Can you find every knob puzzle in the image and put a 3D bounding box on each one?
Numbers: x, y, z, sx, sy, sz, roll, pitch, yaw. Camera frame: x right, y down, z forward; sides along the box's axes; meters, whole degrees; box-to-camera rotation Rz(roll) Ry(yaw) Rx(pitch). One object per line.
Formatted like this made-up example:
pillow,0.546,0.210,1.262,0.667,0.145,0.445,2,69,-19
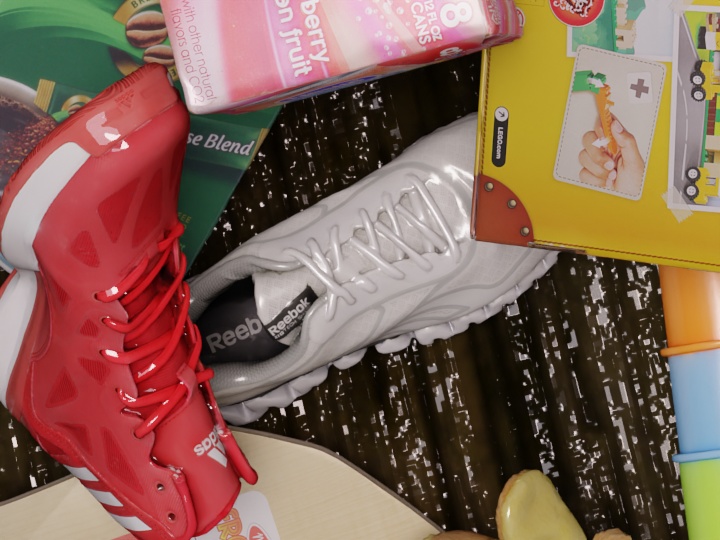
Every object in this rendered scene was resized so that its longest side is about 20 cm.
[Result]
knob puzzle,-0.047,0.149,0.991,0.218,0.030,0.222,0,97,0

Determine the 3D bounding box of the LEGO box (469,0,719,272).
LEGO box,0.124,-0.103,0.860,0.148,0.077,0.202,9,103,21

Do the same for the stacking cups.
stacking cups,0.135,0.048,0.941,0.060,0.060,0.202,-11,86,12

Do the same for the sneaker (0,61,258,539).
sneaker,-0.067,0.020,0.867,0.078,0.200,0.116,-39,77,-28

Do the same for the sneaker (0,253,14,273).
sneaker,-0.162,-0.082,0.967,0.079,0.131,0.201,-28,85,9

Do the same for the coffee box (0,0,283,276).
coffee box,-0.074,-0.104,0.925,0.122,0.044,0.201,26,102,-27

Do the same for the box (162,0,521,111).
box,-0.023,-0.158,0.804,0.102,0.095,0.202,-13,92,9

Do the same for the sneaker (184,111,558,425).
sneaker,0.000,0.000,0.959,0.199,0.081,0.075,-31,82,9

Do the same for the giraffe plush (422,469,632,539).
giraffe plush,0.034,0.158,0.909,0.199,0.173,0.163,28,71,22
